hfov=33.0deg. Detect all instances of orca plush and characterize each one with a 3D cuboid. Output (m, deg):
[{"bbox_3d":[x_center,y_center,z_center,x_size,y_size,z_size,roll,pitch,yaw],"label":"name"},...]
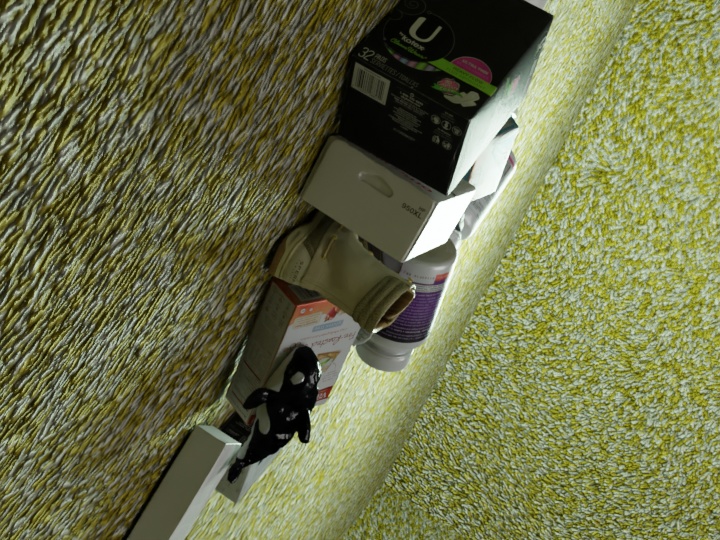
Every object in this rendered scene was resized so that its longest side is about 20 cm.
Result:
[{"bbox_3d":[-0.096,0.189,1.481,0.200,0.071,0.105,-52,148,13],"label":"orca plush"}]

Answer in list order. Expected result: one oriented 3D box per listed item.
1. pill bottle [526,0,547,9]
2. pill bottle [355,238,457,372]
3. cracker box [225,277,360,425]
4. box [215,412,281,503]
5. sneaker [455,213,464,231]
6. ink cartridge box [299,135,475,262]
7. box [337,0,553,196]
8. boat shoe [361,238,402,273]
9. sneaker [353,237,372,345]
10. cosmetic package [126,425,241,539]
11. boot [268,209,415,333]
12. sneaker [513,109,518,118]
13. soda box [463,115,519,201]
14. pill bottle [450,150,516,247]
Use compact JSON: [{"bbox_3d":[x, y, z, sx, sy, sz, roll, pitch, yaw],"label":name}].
[{"bbox_3d":[0.148,-0.273,1.502,0.201,0.114,0.114,-62,169,16],"label":"pill bottle"},{"bbox_3d":[0.057,0.041,1.718,0.111,0.111,0.201,-43,155,-55],"label":"pill bottle"},{"bbox_3d":[-0.075,0.092,1.515,0.133,0.058,0.201,-11,137,-42],"label":"cracker box"},{"bbox_3d":[-0.133,0.217,1.706,0.200,0.060,0.117,-47,164,-46],"label":"box"},{"bbox_3d":[0.109,-0.119,1.774,0.200,0.077,0.087,-116,-140,-68],"label":"sneaker"},{"bbox_3d":[0.036,-0.091,1.407,0.085,0.144,0.200,-61,169,15],"label":"ink cartridge box"},{"bbox_3d":[0.092,-0.212,1.320,0.200,0.148,0.125,-50,165,-35],"label":"box"},{"bbox_3d":[0.055,-0.088,1.536,0.074,0.073,0.201,11,88,-52],"label":"boat shoe"},{"bbox_3d":[-0.001,0.000,1.634,0.114,0.072,0.202,90,12,-86],"label":"sneaker"},{"bbox_3d":[-0.227,0.288,1.499,0.201,0.050,0.083,-59,171,-3],"label":"cosmetic package"},{"bbox_3d":[0.000,-0.010,1.435,0.200,0.155,0.073,-41,160,-58],"label":"boot"},{"bbox_3d":[0.182,-0.235,1.879,0.085,0.075,0.200,-63,159,13],"label":"sneaker"},{"bbox_3d":[0.174,-0.174,1.797,0.068,0.064,0.200,-24,161,-14],"label":"soda box"},{"bbox_3d":[0.155,-0.121,1.944,0.200,0.113,0.114,-54,168,-20],"label":"pill bottle"}]
